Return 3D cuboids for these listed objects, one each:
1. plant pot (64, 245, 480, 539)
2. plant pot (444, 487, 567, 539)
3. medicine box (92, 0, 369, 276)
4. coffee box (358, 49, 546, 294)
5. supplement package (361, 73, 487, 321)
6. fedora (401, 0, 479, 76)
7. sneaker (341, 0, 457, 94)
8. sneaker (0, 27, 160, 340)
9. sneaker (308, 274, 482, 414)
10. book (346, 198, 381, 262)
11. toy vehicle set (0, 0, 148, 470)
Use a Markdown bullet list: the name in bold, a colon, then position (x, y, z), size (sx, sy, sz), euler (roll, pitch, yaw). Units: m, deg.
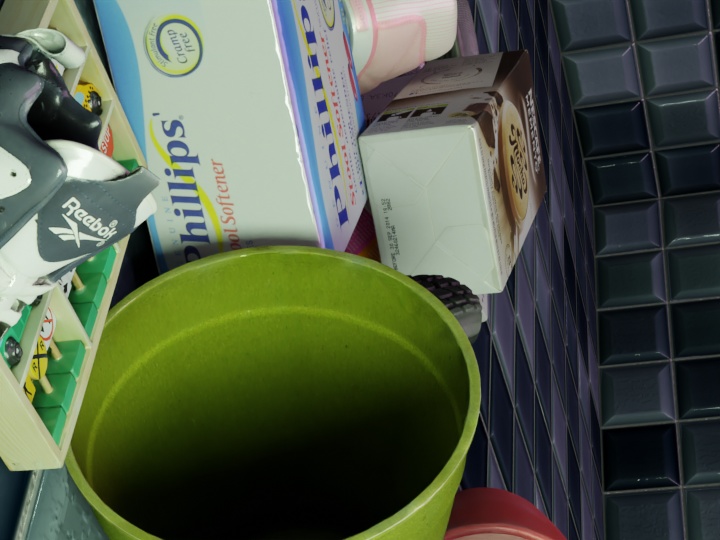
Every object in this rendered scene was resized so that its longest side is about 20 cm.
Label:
- **plant pot**: position (-0.040, 0.125, 0.768), size (0.201, 0.200, 0.193), euler (-82, 172, -46)
- **plant pot**: position (0.109, 0.281, 1.272), size (0.177, 0.200, 0.201), euler (-81, 162, -80)
- **medicine box**: position (-0.066, -0.103, 0.877), size (0.200, 0.103, 0.183), euler (-71, 151, -69)
- **coffee box**: position (0.069, -0.071, 1.014), size (0.200, 0.080, 0.113), euler (-56, 138, -63)
- **supplement package**: position (0.029, -0.050, 1.216), size (0.200, 0.116, 0.118), euler (65, 23, -53)
- **fedora**: position (0.042, -0.198, 1.394), size (0.200, 0.090, 0.178), euler (-38, 118, -66)
- **sneaker**: position (0.008, -0.160, 1.057), size (0.076, 0.104, 0.200), euler (68, -20, 4)
- **sneaker**: position (-0.132, 0.003, 0.525), size (0.079, 0.129, 0.200), euler (45, 41, -67)
- **sneaker**: position (-0.007, 0.050, 0.858), size (0.076, 0.200, 0.088), euler (-14, 100, -44)
- **book**: position (0.000, 0.000, 1.014), size (0.134, 0.048, 0.200), euler (49, 33, -2)
- **toy vehicle set**: position (-0.149, -0.026, 0.683), size (0.200, 0.026, 0.124), euler (-83, 161, -44)
